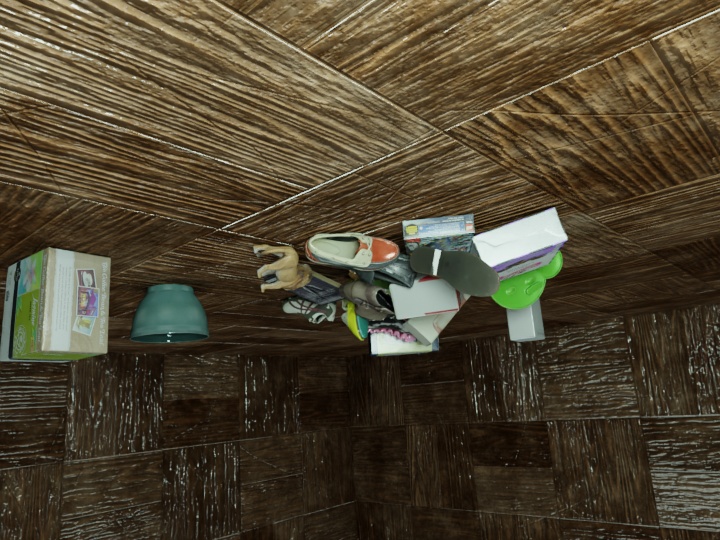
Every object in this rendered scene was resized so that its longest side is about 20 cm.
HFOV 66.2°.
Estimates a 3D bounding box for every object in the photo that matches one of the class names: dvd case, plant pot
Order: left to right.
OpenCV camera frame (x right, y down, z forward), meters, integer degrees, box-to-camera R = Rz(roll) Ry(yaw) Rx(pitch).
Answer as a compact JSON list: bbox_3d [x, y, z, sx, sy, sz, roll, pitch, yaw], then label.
[{"bbox_3d":[-0.502,0.112,1.458,0.197,0.136,0.200,-4,168,-1],"label":"plant pot"},{"bbox_3d":[-0.130,0.039,1.415,0.199,0.016,0.148,26,151,-35],"label":"dvd case"}]

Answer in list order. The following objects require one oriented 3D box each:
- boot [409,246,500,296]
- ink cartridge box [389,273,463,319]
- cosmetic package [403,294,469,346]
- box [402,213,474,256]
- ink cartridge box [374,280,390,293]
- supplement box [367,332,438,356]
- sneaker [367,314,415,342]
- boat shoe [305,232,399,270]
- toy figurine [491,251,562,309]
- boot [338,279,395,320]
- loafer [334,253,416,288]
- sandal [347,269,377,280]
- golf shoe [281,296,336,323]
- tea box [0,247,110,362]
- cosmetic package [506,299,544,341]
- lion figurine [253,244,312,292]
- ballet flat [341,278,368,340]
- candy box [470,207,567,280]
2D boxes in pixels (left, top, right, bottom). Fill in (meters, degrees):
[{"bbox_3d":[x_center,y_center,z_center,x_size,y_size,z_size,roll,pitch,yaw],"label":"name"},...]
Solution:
[{"bbox_3d":[0.193,-0.001,1.063,0.199,0.075,0.075,23,-173,43],"label":"boot"},{"bbox_3d":[0.161,0.034,1.272,0.142,0.085,0.200,-10,-168,18],"label":"ink cartridge box"},{"bbox_3d":[0.210,0.093,1.453,0.087,0.200,0.103,41,170,6],"label":"cosmetic package"},{"bbox_3d":[0.159,-0.061,1.134,0.135,0.040,0.200,-5,167,7],"label":"box"},{"bbox_3d":[0.102,0.044,1.491,0.146,0.077,0.200,-1,163,-9],"label":"ink cartridge box"},{"bbox_3d":[0.121,0.150,1.658,0.197,0.203,0.134,-3,170,-3],"label":"supplement box"},{"bbox_3d":[0.073,0.128,1.537,0.197,0.096,0.079,13,-151,-6],"label":"sneaker"},{"bbox_3d":[-0.012,-0.043,1.108,0.197,0.072,0.063,3,163,-11],"label":"boat shoe"},{"bbox_3d":[0.369,0.003,1.366,0.198,0.152,0.184,-27,-177,-6],"label":"toy figurine"},{"bbox_3d":[0.043,0.082,1.329,0.145,0.071,0.199,8,163,47],"label":"boot"},{"bbox_3d":[0.022,-0.006,1.174,0.198,0.071,0.068,9,163,8],"label":"loafer"},{"bbox_3d":[0.000,0.000,1.302,0.081,0.055,0.200,-10,159,22],"label":"sandal"},{"bbox_3d":[-0.164,0.121,1.710,0.198,0.089,0.077,-10,167,31],"label":"golf shoe"},{"bbox_3d":[-0.624,0.078,1.133,0.195,0.203,0.133,-15,163,34],"label":"tea box"},{"bbox_3d":[0.435,0.085,1.483,0.070,0.203,0.101,-11,166,30],"label":"cosmetic package"},{"bbox_3d":[-0.164,-0.007,1.204,0.121,0.073,0.200,-10,163,-8],"label":"lion figurine"},{"bbox_3d":[-0.018,0.103,1.449,0.066,0.202,0.067,-19,137,20],"label":"ballet flat"},{"bbox_3d":[0.313,-0.039,1.128,0.166,0.072,0.200,-20,165,5],"label":"candy box"}]
